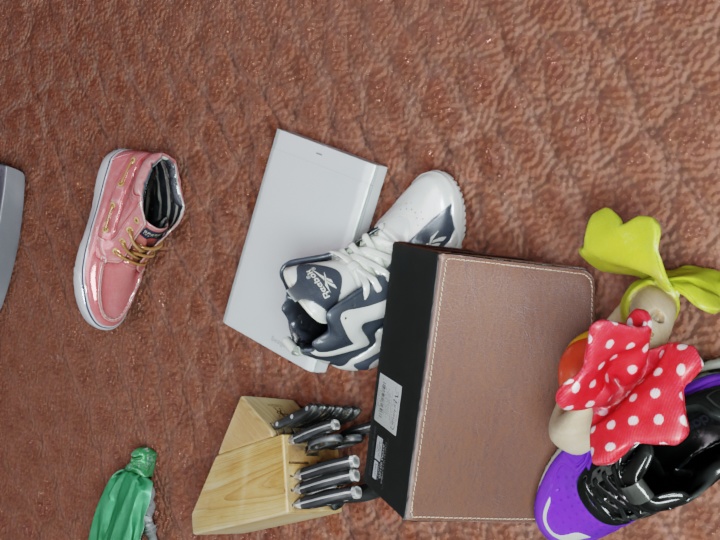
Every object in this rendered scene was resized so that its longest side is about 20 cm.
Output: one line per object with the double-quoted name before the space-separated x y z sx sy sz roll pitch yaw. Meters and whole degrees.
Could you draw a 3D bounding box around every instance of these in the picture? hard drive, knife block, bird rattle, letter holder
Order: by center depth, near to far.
"bird rattle" 0.180 0.064 0.692 0.113 0.200 0.163 24 137 1
"letter holder" 0.095 0.086 0.812 0.101 0.142 0.200 -162 78 -71
"knife block" -0.060 0.199 0.920 0.176 0.064 0.200 41 113 47
"hard drive" -0.056 -0.021 0.977 0.132 0.026 0.200 25 102 38
"hard drive" -0.489 -0.046 1.321 0.135 0.042 0.200 18 99 39

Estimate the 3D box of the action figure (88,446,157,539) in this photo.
"action figure" -0.253 0.287 1.101 0.118 0.055 0.200 12 88 40

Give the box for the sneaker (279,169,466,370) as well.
"sneaker" 0.000 0.000 0.862 0.080 0.130 0.199 50 117 29

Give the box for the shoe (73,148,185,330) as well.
"shoe" -0.247 -0.032 1.103 0.091 0.071 0.200 7 87 45

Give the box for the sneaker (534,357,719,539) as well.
"sneaker" 0.188 0.137 0.708 0.070 0.100 0.200 47 118 3
